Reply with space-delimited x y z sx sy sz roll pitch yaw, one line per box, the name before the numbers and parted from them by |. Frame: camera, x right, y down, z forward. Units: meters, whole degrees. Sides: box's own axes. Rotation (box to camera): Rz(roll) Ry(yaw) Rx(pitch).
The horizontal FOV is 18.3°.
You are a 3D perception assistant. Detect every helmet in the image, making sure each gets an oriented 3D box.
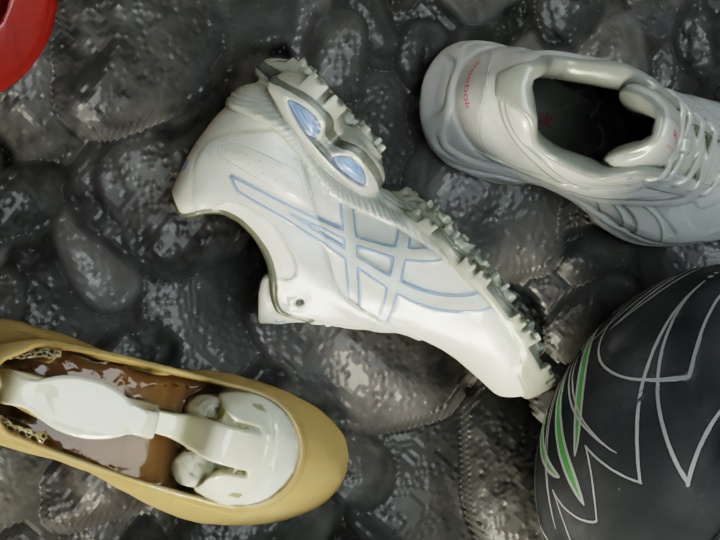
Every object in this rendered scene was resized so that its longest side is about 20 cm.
helmet | 0.174 0.092 1.014 0.190 0.200 0.200 21 83 -13

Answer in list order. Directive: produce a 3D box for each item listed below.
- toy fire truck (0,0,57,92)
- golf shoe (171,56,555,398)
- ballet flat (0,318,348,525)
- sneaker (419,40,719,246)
toy fire truck | -0.201 -0.075 0.889 0.176 0.129 0.200 -16 110 -24
golf shoe | 0.000 0.000 1.010 0.097 0.078 0.200 -44 103 1
ballet flat | -0.086 0.072 0.967 0.200 0.063 0.069 15 86 -24
sneaker | 0.131 -0.055 1.040 0.200 0.099 0.078 11 87 -24
